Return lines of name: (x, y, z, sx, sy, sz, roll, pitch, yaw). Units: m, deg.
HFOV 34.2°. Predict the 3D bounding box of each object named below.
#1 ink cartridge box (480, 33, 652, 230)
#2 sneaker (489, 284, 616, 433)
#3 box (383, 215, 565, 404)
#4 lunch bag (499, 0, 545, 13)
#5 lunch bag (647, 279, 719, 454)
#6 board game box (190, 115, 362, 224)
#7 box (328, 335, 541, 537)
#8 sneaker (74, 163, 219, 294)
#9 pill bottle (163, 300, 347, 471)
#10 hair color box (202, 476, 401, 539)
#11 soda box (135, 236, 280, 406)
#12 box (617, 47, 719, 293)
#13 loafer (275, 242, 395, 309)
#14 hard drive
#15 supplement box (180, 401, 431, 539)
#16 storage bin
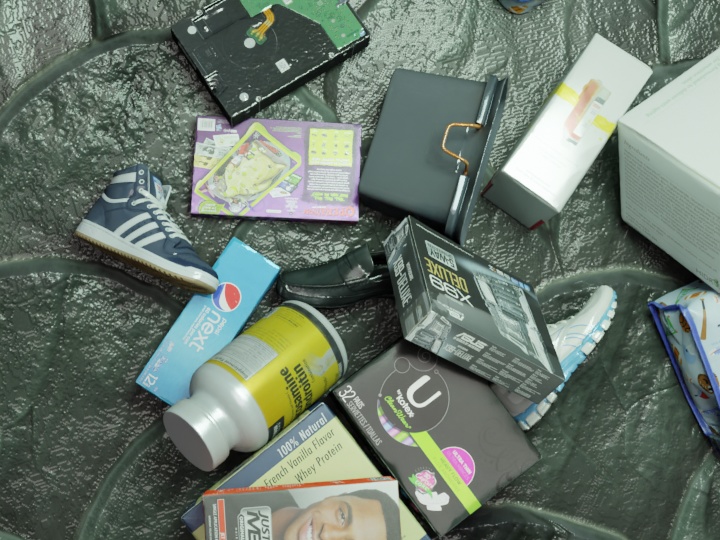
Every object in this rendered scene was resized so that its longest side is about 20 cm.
ink cartridge box: (0.238, -0.158, 1.370, 0.083, 0.145, 0.200, 35, 82, 2)
sneaker: (0.224, 0.088, 1.379, 0.087, 0.075, 0.200, 38, 82, 6)
box: (0.124, 0.044, 1.292, 0.200, 0.158, 0.050, 28, 121, -28)
lunch bag: (0.195, -0.421, 1.431, 0.160, 0.076, 0.200, -34, 86, -5)
lunch bag: (0.463, 0.099, 1.373, 0.170, 0.124, 0.200, -22, 97, -6)
board game box: (-0.099, -0.120, 1.397, 0.199, 0.032, 0.120, 3, 79, -3)
box: (0.080, 0.175, 1.331, 0.148, 0.124, 0.200, -37, 86, -7)
sneaker: (-0.227, -0.051, 1.332, 0.200, 0.070, 0.109, 22, 78, 26)
pill bottle: (-0.117, 0.129, 1.294, 0.200, 0.112, 0.112, -39, 88, -31)
hair color box: (-0.059, 0.270, 1.204, 0.199, 0.061, 0.102, -4, 83, -6)
soda box: (-0.174, 0.064, 1.352, 0.068, 0.064, 0.200, 33, 83, 0)
box: (0.427, -0.114, 1.318, 0.199, 0.172, 0.200, -34, 51, -15)
loafer: (0.000, 0.000, 1.364, 0.200, 0.068, 0.071, -5, 123, -8)
hard drive: (-0.107, -0.280, 1.398, 0.200, 0.038, 0.140, -34, 81, -11)
supplement box: (-0.059, 0.284, 1.302, 0.200, 0.134, 0.200, -39, 88, -7)
storage bin: (0.081, -0.140, 1.366, 0.134, 0.146, 0.201, 15, 83, 8)
